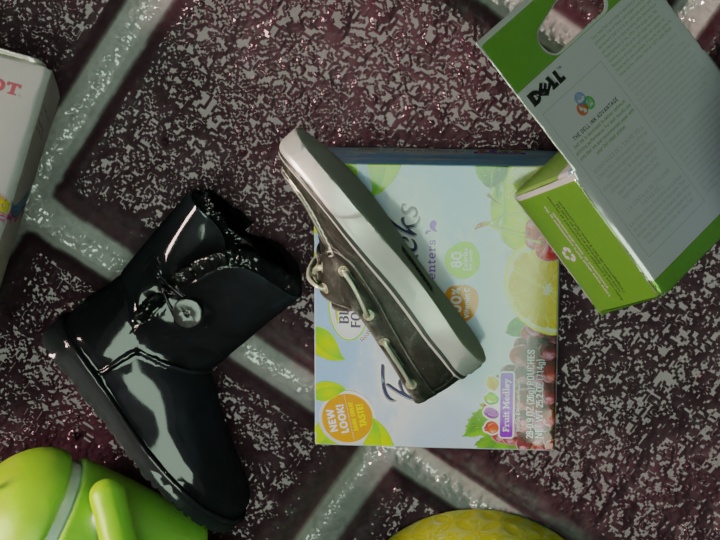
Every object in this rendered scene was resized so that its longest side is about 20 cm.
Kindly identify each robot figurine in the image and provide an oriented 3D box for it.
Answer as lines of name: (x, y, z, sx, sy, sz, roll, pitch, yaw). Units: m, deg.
robot figurine: (-0.187, 0.197, 1.525, 0.200, 0.116, 0.175, 29, 149, -15)

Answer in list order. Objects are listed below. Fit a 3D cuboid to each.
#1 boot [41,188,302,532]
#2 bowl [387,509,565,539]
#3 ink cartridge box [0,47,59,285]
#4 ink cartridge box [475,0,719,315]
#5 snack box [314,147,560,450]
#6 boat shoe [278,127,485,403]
boot: (-0.101, 0.062, 1.513, 0.168, 0.076, 0.200, -39, 92, 16)
bowl: (0.082, 0.280, 1.540, 0.200, 0.108, 0.201, 1, 104, 4)
ink cartridge box: (-0.299, -0.055, 1.458, 0.145, 0.088, 0.200, 15, 81, -1)
ink cartridge box: (0.161, -0.097, 1.419, 0.148, 0.076, 0.200, -42, 99, -28)
snack box: (0.052, 0.019, 1.497, 0.168, 0.068, 0.200, 2, 102, 4)
boat shoe: (0.000, 0.000, 1.426, 0.064, 0.071, 0.200, -35, 99, 11)
